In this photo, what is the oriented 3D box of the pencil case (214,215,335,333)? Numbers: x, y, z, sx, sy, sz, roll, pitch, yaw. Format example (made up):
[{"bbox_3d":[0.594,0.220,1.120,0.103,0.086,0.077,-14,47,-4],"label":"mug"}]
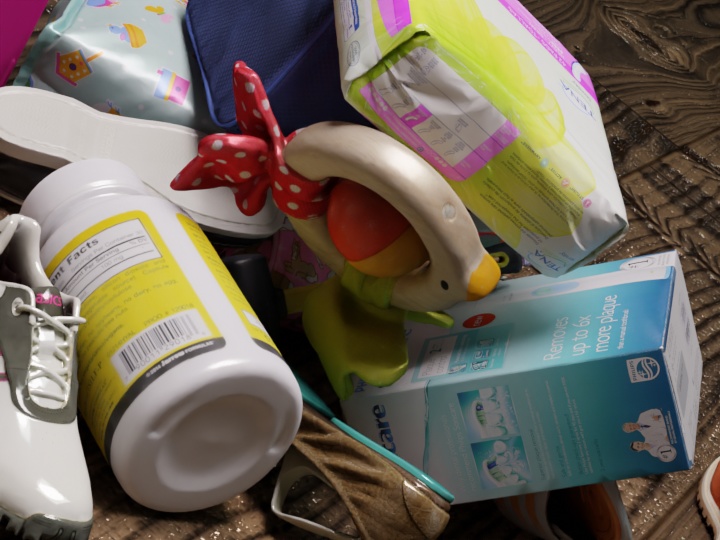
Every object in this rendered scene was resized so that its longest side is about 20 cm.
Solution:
[{"bbox_3d":[-0.005,0.013,1.486,0.199,0.083,0.087,20,55,-33],"label":"pencil case"}]

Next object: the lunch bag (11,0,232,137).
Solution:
[{"bbox_3d":[-0.139,-0.126,1.519,0.170,0.122,0.200,31,29,-8],"label":"lunch bag"}]

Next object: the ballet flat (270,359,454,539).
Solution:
[{"bbox_3d":[-0.033,0.103,1.269,0.200,0.072,0.068,38,-2,32],"label":"ballet flat"}]

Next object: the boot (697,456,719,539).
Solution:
[{"bbox_3d":[0.296,0.162,1.585,0.075,0.108,0.200,30,21,-7],"label":"boot"}]

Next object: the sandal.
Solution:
[{"bbox_3d":[0.105,0.132,1.433,0.207,0.059,0.080,35,-33,61],"label":"sandal"}]

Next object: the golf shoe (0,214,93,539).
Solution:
[{"bbox_3d":[-0.178,0.055,1.152,0.077,0.088,0.200,17,30,-41],"label":"golf shoe"}]

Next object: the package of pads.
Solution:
[{"bbox_3d":[0.068,-0.105,1.283,0.200,0.068,0.155,39,28,-32],"label":"package of pads"}]

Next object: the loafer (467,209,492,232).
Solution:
[{"bbox_3d":[0.068,-0.096,1.458,0.071,0.063,0.200,-6,30,-7],"label":"loafer"}]

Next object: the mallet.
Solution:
[{"bbox_3d":[0.000,0.000,1.381,0.041,0.199,0.066,180,-108,-79],"label":"mallet"}]

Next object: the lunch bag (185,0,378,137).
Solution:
[{"bbox_3d":[-0.013,-0.138,1.421,0.132,0.136,0.201,31,27,-33],"label":"lunch bag"}]

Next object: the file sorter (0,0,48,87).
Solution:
[{"bbox_3d":[-0.304,-0.204,1.419,0.125,0.139,0.199,42,23,24],"label":"file sorter"}]

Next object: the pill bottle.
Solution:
[{"bbox_3d":[-0.120,0.029,1.251,0.111,0.112,0.200,13,32,-42],"label":"pill bottle"}]

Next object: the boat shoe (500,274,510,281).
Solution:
[{"bbox_3d":[0.147,0.069,1.604,0.199,0.072,0.060,35,7,-16],"label":"boat shoe"}]

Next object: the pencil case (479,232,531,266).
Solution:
[{"bbox_3d":[0.032,-0.056,1.545,0.198,0.089,0.088,8,19,12],"label":"pencil case"}]

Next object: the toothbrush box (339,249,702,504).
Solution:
[{"bbox_3d":[0.102,0.068,1.367,0.147,0.198,0.086,-64,140,-64],"label":"toothbrush box"}]

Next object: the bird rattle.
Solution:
[{"bbox_3d":[-0.001,-0.036,1.260,0.113,0.162,0.201,-42,112,-34],"label":"bird rattle"}]

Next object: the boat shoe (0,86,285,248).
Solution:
[{"bbox_3d":[-0.147,-0.053,1.396,0.199,0.060,0.074,16,47,-11],"label":"boat shoe"}]
